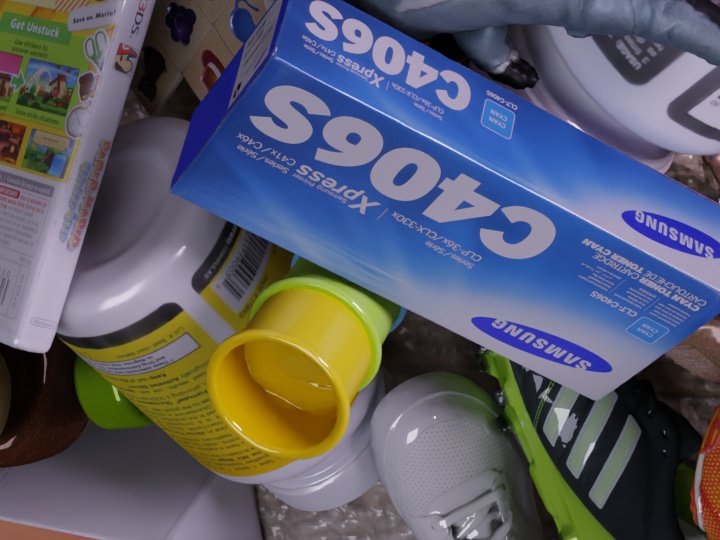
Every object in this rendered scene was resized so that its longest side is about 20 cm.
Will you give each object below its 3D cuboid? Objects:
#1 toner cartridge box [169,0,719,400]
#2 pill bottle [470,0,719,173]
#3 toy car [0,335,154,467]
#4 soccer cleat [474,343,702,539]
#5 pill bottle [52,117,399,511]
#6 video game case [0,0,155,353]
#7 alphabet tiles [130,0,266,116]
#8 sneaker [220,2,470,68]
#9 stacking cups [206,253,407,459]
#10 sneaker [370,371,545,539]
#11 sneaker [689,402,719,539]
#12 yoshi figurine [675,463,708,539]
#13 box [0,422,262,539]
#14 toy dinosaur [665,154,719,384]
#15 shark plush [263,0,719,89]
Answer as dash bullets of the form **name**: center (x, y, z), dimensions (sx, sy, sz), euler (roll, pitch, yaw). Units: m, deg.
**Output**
- **toner cartridge box**: center (0.037, -0.025, 0.658), dimensions (0.199, 0.043, 0.095), euler (26, 142, -16)
- **pill bottle**: center (0.139, -0.115, 0.647), dimensions (0.116, 0.116, 0.200), euler (45, 129, -8)
- **toy car**: center (-0.220, 0.042, 0.857), dimensions (0.164, 0.200, 0.159), euler (-8, 101, 28)
- **soccer cleat**: center (0.107, 0.066, 0.799), dimensions (0.081, 0.068, 0.201), euler (-21, 79, -3)
- **pill bottle**: center (-0.061, 0.029, 0.817), dimensions (0.112, 0.113, 0.200), euler (-10, 139, 31)
- **video game case**: center (-0.181, -0.074, 0.782), dimensions (0.199, 0.023, 0.183), euler (17, 89, 41)
- **alphabet tiles**: center (-0.074, -0.165, 0.741), dimensions (0.167, 0.006, 0.200), euler (55, 134, 13)
- **sneaker**: center (0.028, -0.118, 0.733), dimensions (0.090, 0.070, 0.200), euler (45, 135, -12)
- **stacking cups**: center (0.000, 0.000, 0.737), dimensions (0.060, 0.200, 0.061), euler (10, 123, 16)
- **sneaker**: center (0.073, 0.145, 0.835), dimensions (0.073, 0.116, 0.200), euler (-29, 129, -3)
- **sneaker**: center (0.194, 0.139, 0.738), dimensions (0.077, 0.073, 0.201), euler (24, 133, 65)
- **yoshi figurine**: center (0.181, 0.190, 0.844), dimensions (0.112, 0.112, 0.200), euler (-25, 105, 44)
- **box**: center (-0.164, 0.165, 0.990), dimensions (0.199, 0.106, 0.153), euler (7, 124, 22)
- **toy dinosaur**: center (0.186, 0.008, 0.734), dimensions (0.135, 0.086, 0.200), euler (31, 136, -6)
- **shark plush**: center (0.051, -0.105, 0.630), dimensions (0.199, 0.091, 0.084), euler (7, 130, 19)
